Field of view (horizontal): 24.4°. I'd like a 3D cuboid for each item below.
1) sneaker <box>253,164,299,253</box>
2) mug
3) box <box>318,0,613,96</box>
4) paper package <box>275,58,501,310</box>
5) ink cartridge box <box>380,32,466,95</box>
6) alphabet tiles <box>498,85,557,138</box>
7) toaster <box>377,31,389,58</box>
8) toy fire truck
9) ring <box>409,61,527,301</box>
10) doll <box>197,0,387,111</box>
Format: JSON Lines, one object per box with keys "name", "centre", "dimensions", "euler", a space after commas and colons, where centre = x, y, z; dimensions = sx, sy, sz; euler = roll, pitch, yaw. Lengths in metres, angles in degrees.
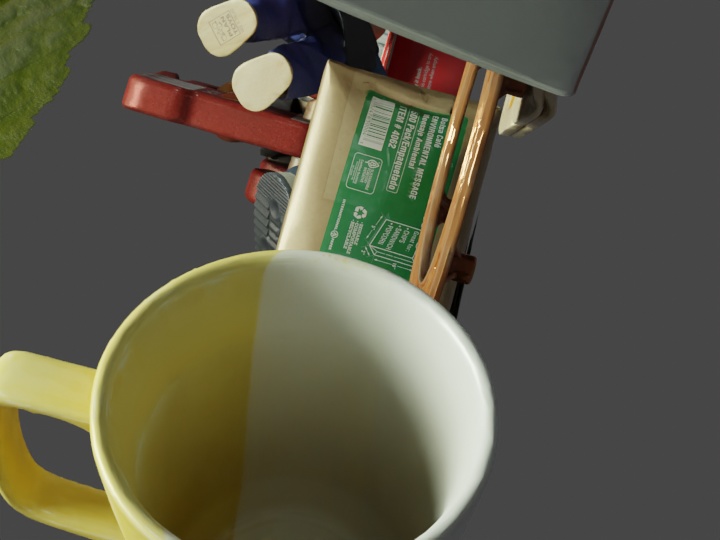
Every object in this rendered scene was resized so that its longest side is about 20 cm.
{"name": "sneaker", "centre": [-0.027, 0.013, 1.136], "dimensions": [0.070, 0.082, 0.200], "euler": [50, 146, 38]}
{"name": "mug", "centre": [-0.040, 0.086, 0.671], "dimensions": [0.149, 0.187, 0.153], "euler": [-36, -29, -28]}
{"name": "box", "centre": [0.038, -0.159, 0.606], "dimensions": [0.200, 0.106, 0.153], "euler": [-116, 48, -77]}
{"name": "paper package", "centre": [0.000, 0.000, 0.964], "dimensions": [0.191, 0.103, 0.200], "euler": [136, 150, -84]}
{"name": "ink cartridge box", "centre": [0.035, -0.107, 1.238], "dimensions": [0.200, 0.067, 0.116], "euler": [110, 174, -63]}
{"name": "alphabet tiles", "centre": [0.097, -0.158, 0.738], "dimensions": [0.196, 0.015, 0.200], "euler": [149, 137, -87]}
{"name": "toaster", "centre": [0.040, -0.226, 1.393], "dimensions": [0.129, 0.113, 0.200], "euler": [124, 163, -71]}
{"name": "toy fire truck", "centre": [-0.086, -0.118, 1.255], "dimensions": [0.200, 0.168, 0.112], "euler": [-84, 12, -81]}
{"name": "ring", "centre": [0.052, -0.056, 0.772], "dimensions": [0.200, 0.019, 0.201], "euler": [-164, 90, -88]}
{"name": "doll", "centre": [-0.031, -0.161, 1.087], "dimensions": [0.048, 0.137, 0.200], "euler": [-33, -2, 29]}
